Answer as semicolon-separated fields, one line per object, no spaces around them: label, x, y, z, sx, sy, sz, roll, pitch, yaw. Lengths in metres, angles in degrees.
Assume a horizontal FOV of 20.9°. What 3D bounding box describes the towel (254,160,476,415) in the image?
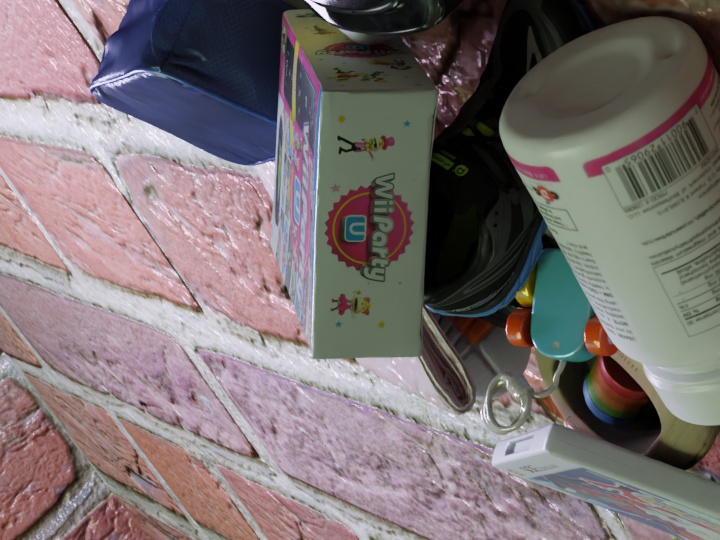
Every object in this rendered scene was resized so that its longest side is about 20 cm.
towel;0.000;0.000;1.334;0.191;0.032;0.200;63;169;-14

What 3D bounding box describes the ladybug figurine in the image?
ladybug figurine;0.175;0.059;1.227;0.136;0.072;0.200;44;161;9

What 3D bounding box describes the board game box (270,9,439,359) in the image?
board game box;-0.007;-0.054;1.089;0.200;0.064;0.148;-117;28;-69

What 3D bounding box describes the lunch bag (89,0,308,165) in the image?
lunch bag;-0.083;-0.155;1.275;0.136;0.133;0.200;24;171;-22

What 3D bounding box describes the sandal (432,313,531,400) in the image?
sandal;0.047;0.009;1.420;0.207;0.079;0.059;52;162;17

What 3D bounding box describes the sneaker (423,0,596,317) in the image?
sneaker;0.076;-0.064;1.079;0.071;0.083;0.200;32;112;36

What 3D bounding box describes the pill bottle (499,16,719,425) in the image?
pill bottle;0.163;-0.022;1.027;0.113;0.113;0.200;19;146;56

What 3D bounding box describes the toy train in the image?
toy train;0.090;-0.007;1.161;0.056;0.150;0.200;10;-134;-47

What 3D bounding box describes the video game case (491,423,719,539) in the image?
video game case;0.195;0.149;1.271;0.199;0.023;0.182;20;170;-3

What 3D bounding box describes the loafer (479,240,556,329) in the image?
loafer;0.068;-0.004;1.348;0.200;0.073;0.072;35;162;38

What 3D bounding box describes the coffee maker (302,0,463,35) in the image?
coffee maker;0.060;-0.184;0.796;0.192;0.200;0.135;48;162;-1

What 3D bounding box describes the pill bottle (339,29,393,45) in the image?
pill bottle;-0.034;-0.224;1.055;0.200;0.112;0.112;43;161;10
